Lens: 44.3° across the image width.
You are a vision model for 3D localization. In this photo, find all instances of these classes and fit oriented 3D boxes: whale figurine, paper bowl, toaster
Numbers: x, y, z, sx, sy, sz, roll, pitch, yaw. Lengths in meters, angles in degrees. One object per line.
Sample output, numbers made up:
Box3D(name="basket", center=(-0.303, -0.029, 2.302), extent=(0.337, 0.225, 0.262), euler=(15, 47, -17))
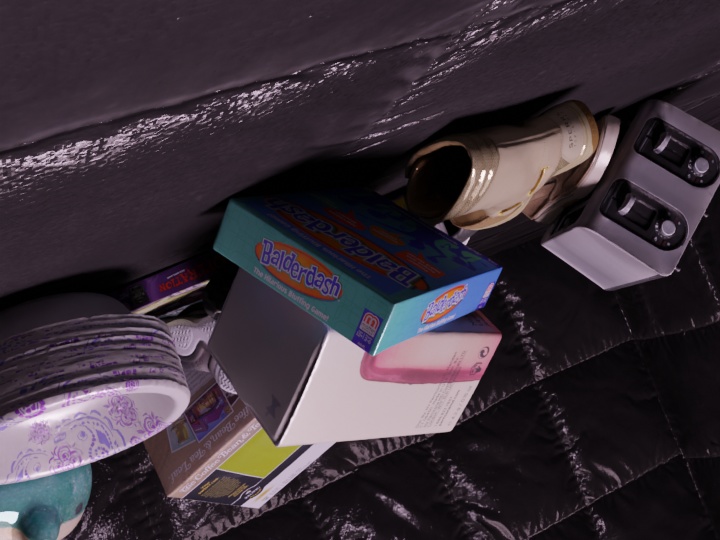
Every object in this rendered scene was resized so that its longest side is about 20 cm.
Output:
Box3D(name="whale figurine", center=(-0.329, 0.189, 0.795), extent=(0.200, 0.158, 0.105), euler=(1, 114, -66))
Box3D(name="paper bowl", center=(-0.248, 0.091, 0.724), extent=(0.199, 0.105, 0.201), euler=(-20, 162, -7))
Box3D(name="toaster", center=(0.320, -0.082, 1.040), extent=(0.182, 0.118, 0.200), euler=(-58, -178, -9))

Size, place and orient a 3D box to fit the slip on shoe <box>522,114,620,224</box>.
Box3D(name="slip on shoe", center=(0.231, -0.119, 1.024), extent=(0.060, 0.077, 0.200), euler=(21, 158, -6))

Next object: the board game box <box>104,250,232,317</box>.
Box3D(name="board game box", center=(-0.211, 0.031, 0.855), extent=(0.198, 0.033, 0.120), euler=(-22, 180, -3))

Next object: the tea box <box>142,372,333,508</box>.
Box3D(name="tea box", center=(-0.140, 0.181, 1.114), extent=(0.200, 0.134, 0.196), euler=(-41, 149, 10))

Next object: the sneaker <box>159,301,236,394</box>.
Box3D(name="sneaker", center=(-0.128, 0.066, 0.876), extent=(0.198, 0.076, 0.114), euler=(0, -167, 24))

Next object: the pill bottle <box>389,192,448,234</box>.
Box3D(name="pill bottle", center=(0.000, 0.000, 0.943), extent=(0.198, 0.115, 0.114), euler=(-23, 175, 9))

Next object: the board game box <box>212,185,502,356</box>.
Box3D(name="board game box", center=(0.006, -0.010, 0.690), extent=(0.199, 0.151, 0.045), euler=(-16, 134, -60))

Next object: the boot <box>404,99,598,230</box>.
Box3D(name="boot", center=(0.096, -0.076, 0.786), extent=(0.154, 0.073, 0.200), euler=(-20, 173, -32))

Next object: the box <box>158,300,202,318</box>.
Box3D(name="box", center=(-0.260, 0.082, 1.060), extent=(0.158, 0.046, 0.200), euler=(-24, 176, 26))

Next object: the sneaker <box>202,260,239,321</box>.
Box3D(name="sneaker", center=(-0.047, 0.019, 0.820), extent=(0.199, 0.070, 0.091), euler=(-24, 135, -21))

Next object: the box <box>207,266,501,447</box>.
Box3D(name="box", center=(-0.003, 0.059, 0.738), extent=(0.199, 0.128, 0.110), euler=(5, 119, -43))

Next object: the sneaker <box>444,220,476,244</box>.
Box3D(name="sneaker", center=(0.094, -0.055, 1.082), extent=(0.099, 0.071, 0.200), euler=(-16, 167, -37))
